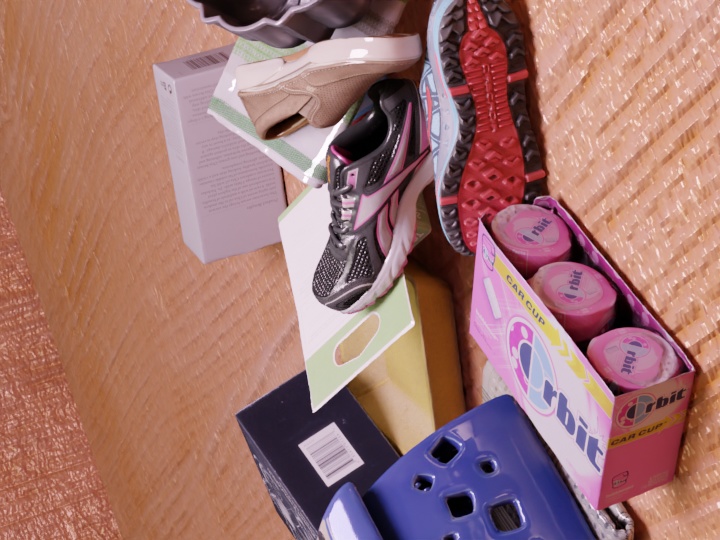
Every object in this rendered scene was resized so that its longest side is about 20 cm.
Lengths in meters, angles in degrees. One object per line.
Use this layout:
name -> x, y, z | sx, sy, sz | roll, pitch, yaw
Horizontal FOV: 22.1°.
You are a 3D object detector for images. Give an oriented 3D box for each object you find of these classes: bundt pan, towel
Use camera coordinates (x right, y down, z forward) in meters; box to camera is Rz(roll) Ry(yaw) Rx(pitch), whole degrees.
bundt pan -> -0.041, -0.256, 1.409 | 0.076, 0.202, 0.202 | 33, -163, -48
towel -> 0.152, 0.188, 1.455 | 0.200, 0.034, 0.193 | 54, 156, 38
towel -> -0.034, -0.184, 1.472 | 0.149, 0.031, 0.201 | 36, 105, 37

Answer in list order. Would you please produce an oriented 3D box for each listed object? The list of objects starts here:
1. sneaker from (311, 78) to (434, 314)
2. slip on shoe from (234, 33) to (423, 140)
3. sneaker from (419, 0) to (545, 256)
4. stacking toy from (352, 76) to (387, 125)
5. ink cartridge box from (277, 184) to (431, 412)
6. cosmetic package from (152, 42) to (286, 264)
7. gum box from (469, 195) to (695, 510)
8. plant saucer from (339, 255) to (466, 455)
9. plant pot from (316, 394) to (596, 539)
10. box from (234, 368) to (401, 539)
sneaker -> 0.002, -0.066, 1.431 | 0.080, 0.086, 0.201 | 46, 115, 52
slip on shoe -> -0.023, -0.138, 1.382 | 0.199, 0.076, 0.061 | -6, 93, 48
sneaker -> 0.085, -0.112, 1.341 | 0.096, 0.079, 0.202 | -120, 26, -66
stacking toy -> -0.032, -0.113, 1.618 | 0.116, 0.109, 0.201 | 48, 162, 31
ink cartridge box -> 0.000, 0.000, 1.525 | 0.145, 0.048, 0.201 | -43, 48, 38
cosmetic package -> -0.140, -0.120, 1.880 | 0.071, 0.101, 0.202 | -141, 39, -58
gum box -> 0.147, 0.051, 1.287 | 0.114, 0.066, 0.200 | 91, 154, -44
plant saucer -> 0.036, 0.061, 1.626 | 0.200, 0.048, 0.202 | -142, 39, -58
plant pot -> 0.068, 0.244, 1.414 | 0.201, 0.179, 0.200 | 60, 159, 23
box -> -0.009, 0.220, 1.711 | 0.200, 0.104, 0.183 | 51, 167, 37
